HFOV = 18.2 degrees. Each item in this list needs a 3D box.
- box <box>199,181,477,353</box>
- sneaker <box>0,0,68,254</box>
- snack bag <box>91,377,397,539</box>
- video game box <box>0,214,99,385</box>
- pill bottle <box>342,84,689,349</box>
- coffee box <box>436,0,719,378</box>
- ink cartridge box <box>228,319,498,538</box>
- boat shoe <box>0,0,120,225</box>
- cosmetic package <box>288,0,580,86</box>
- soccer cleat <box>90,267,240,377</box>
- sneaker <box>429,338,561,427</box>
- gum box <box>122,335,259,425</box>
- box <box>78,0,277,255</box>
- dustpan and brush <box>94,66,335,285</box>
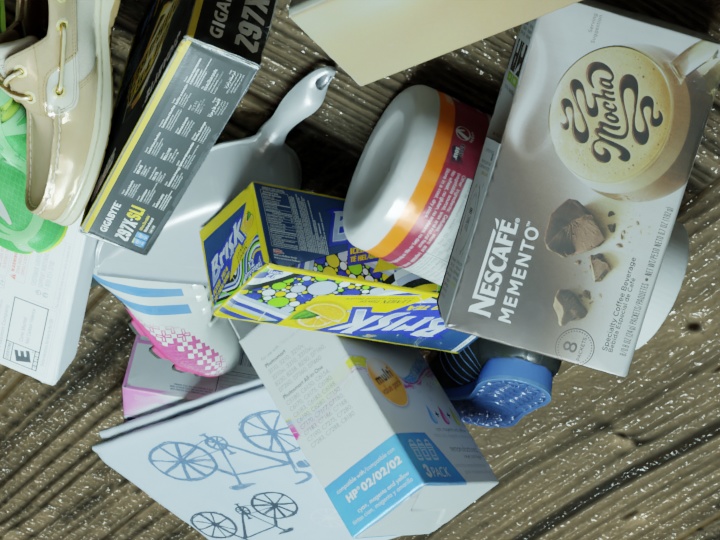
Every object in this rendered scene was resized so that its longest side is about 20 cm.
[{"bbox_3d":[0.000,0.000,1.454,0.199,0.065,0.070,11,145,-35],"label":"box"},{"bbox_3d":[-0.235,-0.101,1.353,0.074,0.084,0.201,-17,98,14],"label":"sneaker"},{"bbox_3d":[-0.067,0.155,1.655,0.188,0.021,0.200,-22,130,35],"label":"snack bag"},{"bbox_3d":[-0.258,-0.043,1.466,0.181,0.047,0.201,20,124,5],"label":"video game box"},{"bbox_3d":[0.098,-0.029,1.407,0.199,0.110,0.110,24,142,-15],"label":"pill bottle"},{"bbox_3d":[0.125,-0.052,1.300,0.112,0.080,0.201,16,100,-5],"label":"coffee box"},{"bbox_3d":[-0.004,0.078,1.516,0.068,0.200,0.115,-39,159,20],"label":"ink cartridge box"},{"bbox_3d":[-0.183,-0.127,1.303,0.069,0.201,0.074,3,-172,-30],"label":"boat shoe"},{"bbox_3d":[0.065,-0.185,1.217,0.199,0.106,0.071,-17,135,36],"label":"cosmetic package"},{"bbox_3d":[-0.127,0.006,1.553,0.086,0.070,0.200,-27,135,21],"label":"soccer cleat"},{"bbox_3d":[0.094,0.059,1.568,0.070,0.078,0.200,20,164,-15],"label":"sneaker"},{"bbox_3d":[-0.072,0.109,1.672,0.199,0.066,0.114,9,143,3],"label":"gum box"},{"bbox_3d":[-0.096,-0.127,1.290,0.049,0.160,0.200,22,143,-12],"label":"box"},{"bbox_3d":[-0.072,-0.061,1.453,0.139,0.057,0.200,5,150,-40],"label":"dustpan and brush"}]
